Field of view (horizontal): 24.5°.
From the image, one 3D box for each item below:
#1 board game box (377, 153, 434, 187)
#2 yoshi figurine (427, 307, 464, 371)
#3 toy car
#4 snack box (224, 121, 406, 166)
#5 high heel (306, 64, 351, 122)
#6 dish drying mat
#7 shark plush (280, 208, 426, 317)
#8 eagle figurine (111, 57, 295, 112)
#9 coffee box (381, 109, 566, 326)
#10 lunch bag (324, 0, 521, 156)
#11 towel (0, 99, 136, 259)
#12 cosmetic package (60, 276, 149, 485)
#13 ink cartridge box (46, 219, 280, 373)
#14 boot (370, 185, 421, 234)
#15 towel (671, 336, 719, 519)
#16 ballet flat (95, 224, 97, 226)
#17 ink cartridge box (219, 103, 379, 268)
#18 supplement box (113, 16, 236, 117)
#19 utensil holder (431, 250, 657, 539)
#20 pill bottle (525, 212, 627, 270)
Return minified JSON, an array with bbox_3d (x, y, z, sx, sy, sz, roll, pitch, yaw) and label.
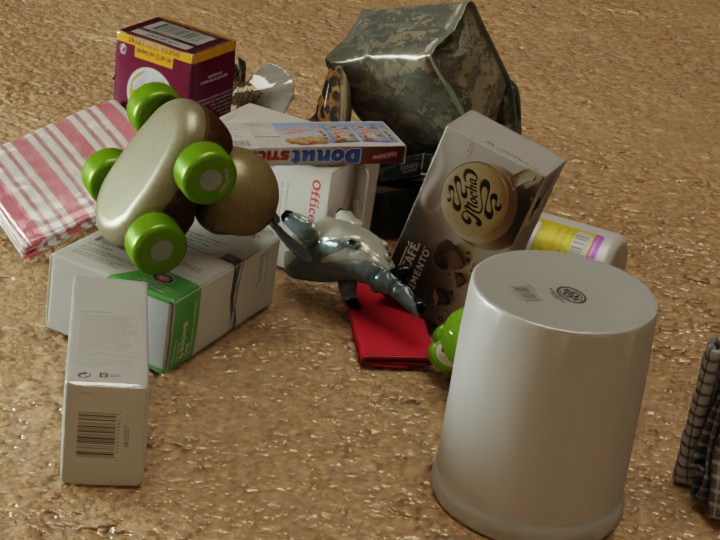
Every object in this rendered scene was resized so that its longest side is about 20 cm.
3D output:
[{"bbox_3d":[0.096,-0.108,1.927,0.135,0.028,0.200,7,-4,-20],"label":"board game box"},{"bbox_3d":[0.157,0.084,1.564,0.200,0.112,0.112,11,31,15],"label":"yoshi figurine"},{"bbox_3d":[-0.142,-0.064,1.611,0.200,0.158,0.164,27,15,-39],"label":"toy car"},{"bbox_3d":[-0.056,-0.135,1.761,0.200,0.024,0.072,-2,27,-21],"label":"snack box"},{"bbox_3d":[-0.086,-0.160,1.911,0.142,0.200,0.071,12,39,4],"label":"high heel"},{"bbox_3d":[0.026,0.047,1.707,0.077,0.018,0.200,3,26,-8],"label":"dish drying mat"},{"bbox_3d":[0.000,0.000,1.693,0.200,0.083,0.091,23,19,30],"label":"shark plush"},{"bbox_3d":[-0.194,-0.201,2.059,0.152,0.151,0.200,31,21,23],"label":"eagle figurine"},{"bbox_3d":[0.111,-0.044,1.685,0.113,0.200,0.080,30,26,13],"label":"coffee box"},{"bbox_3d":[0.085,-0.202,1.914,0.164,0.200,0.118,3,46,41],"label":"lunch bag"},{"bbox_3d":[-0.312,-0.103,1.802,0.200,0.030,0.146,-27,58,-24],"label":"towel"},{"bbox_3d":[-0.221,0.092,1.440,0.074,0.102,0.200,4,26,-8],"label":"cosmetic package"},{"bbox_3d":[-0.191,0.010,1.643,0.146,0.084,0.200,20,27,22],"label":"ink cartridge box"},{"bbox_3d":[0.072,-0.072,1.920,0.200,0.074,0.075,7,18,6],"label":"boot"},{"bbox_3d":[0.387,0.137,1.445,0.200,0.166,0.086,1,31,-14],"label":"towel"},{"bbox_3d":[-0.292,-0.081,1.842,0.200,0.072,0.072,15,26,19],"label":"ballet flat"},{"bbox_3d":[-0.074,-0.086,1.834,0.200,0.129,0.125,19,27,20],"label":"ink cartridge box"},{"bbox_3d":[-0.216,-0.175,1.895,0.110,0.200,0.086,21,29,26],"label":"supplement box"},{"bbox_3d":[0.157,0.105,1.403,0.170,0.200,0.170,7,24,-3],"label":"utensil holder"},{"bbox_3d":[0.177,-0.014,1.779,0.200,0.104,0.104,17,26,21],"label":"pill bottle"}]
